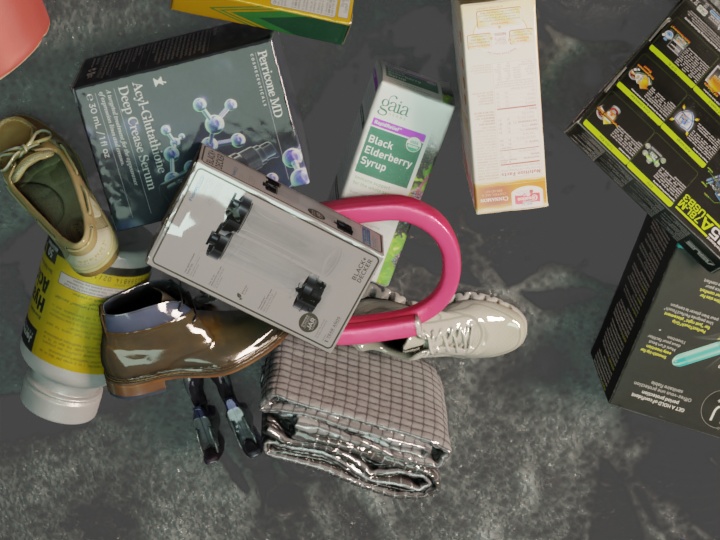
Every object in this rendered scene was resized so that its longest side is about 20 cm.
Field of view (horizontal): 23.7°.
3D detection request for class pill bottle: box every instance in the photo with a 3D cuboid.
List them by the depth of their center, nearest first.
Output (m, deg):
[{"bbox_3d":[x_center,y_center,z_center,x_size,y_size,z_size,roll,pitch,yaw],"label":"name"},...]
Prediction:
[{"bbox_3d":[-0.280,0.048,1.730,0.110,0.112,0.202,15,110,-8],"label":"pill bottle"}]

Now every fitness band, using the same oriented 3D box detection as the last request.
[{"bbox_3d":[0.000,0.000,1.676,0.197,0.038,0.145,-7,114,2],"label":"fitness band"}]

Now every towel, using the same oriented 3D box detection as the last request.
[{"bbox_3d":[-0.012,0.146,1.753,0.198,0.166,0.086,16,117,-8],"label":"towel"}]

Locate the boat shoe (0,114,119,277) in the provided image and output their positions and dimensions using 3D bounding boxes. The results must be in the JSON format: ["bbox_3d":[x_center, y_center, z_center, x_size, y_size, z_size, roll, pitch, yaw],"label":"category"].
[{"bbox_3d":[-0.299,-0.082,1.644,0.073,0.202,0.063,-32,153,-1],"label":"boat shoe"}]

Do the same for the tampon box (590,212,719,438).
[{"bbox_3d":[0.344,0.044,1.746,0.148,0.127,0.202,17,111,-8],"label":"tampon box"}]

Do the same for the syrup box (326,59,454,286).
[{"bbox_3d":[0.022,-0.097,1.700,0.078,0.082,0.202,17,112,-9],"label":"syrup box"}]

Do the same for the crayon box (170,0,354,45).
[{"bbox_3d":[-0.099,-0.295,1.596,0.197,0.052,0.127,11,72,-7],"label":"crayon box"}]

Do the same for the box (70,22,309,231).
[{"bbox_3d":[-0.160,-0.144,1.659,0.198,0.107,0.150,-14,112,3],"label":"box"}]

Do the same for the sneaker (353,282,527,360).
[{"bbox_3d":[0.076,0.065,1.769,0.197,0.081,0.076,4,110,-5],"label":"sneaker"}]

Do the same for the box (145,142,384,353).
[{"bbox_3d":[-0.089,-0.021,1.618,0.198,0.060,0.117,25,109,-10],"label":"box"}]

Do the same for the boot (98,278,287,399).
[{"bbox_3d":[-0.163,0.052,1.685,0.198,0.075,0.098,-21,127,-13],"label":"boot"}]

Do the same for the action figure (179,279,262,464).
[{"bbox_3d":[-0.163,0.100,1.780,0.129,0.070,0.202,-17,109,10],"label":"action figure"}]

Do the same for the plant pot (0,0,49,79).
[{"bbox_3d":[-0.389,-0.263,1.569,0.199,0.201,0.178,-27,121,9],"label":"plant pot"}]

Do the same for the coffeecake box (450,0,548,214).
[{"bbox_3d":[0.130,-0.177,1.632,0.072,0.154,0.202,-6,113,0],"label":"coffeecake box"}]

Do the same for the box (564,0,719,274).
[{"bbox_3d":[0.328,-0.135,1.645,0.200,0.048,0.193,42,76,-1],"label":"box"}]
